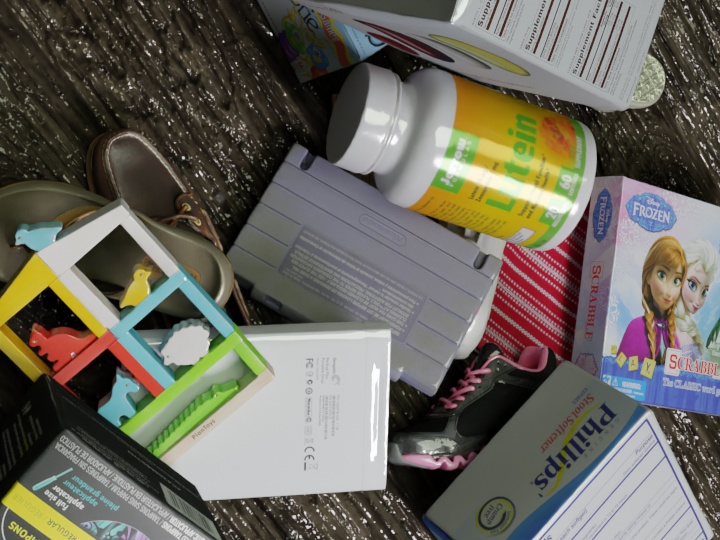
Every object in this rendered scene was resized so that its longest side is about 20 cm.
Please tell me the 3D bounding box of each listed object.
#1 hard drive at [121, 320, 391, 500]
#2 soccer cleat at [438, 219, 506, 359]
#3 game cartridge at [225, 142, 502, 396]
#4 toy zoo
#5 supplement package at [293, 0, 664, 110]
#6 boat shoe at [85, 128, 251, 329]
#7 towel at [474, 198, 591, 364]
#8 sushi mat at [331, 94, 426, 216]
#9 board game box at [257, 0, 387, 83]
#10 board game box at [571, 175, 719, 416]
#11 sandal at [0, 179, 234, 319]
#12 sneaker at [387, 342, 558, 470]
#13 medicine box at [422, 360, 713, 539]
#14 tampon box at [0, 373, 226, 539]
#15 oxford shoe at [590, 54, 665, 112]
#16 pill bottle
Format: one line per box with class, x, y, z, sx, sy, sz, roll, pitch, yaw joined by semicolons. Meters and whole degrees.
hard drive;-0.078;0.106;0.976;0.197;0.027;0.134;-2;109;-11
soccer cleat;0.096;-0.019;1.140;0.068;0.078;0.202;10;59;10
game cartridge;0.000;0.000;1.049;0.198;0.038;0.131;30;74;2
toy zoo;-0.170;0.043;0.911;0.131;0.020;0.200;-39;111;4
supplement package;0.086;-0.224;0.930;0.199;0.190;0.149;15;94;-43
boat shoe;-0.137;-0.019;0.989;0.070;0.070;0.202;-35;103;-27
towel;0.180;0.013;1.207;0.144;0.022;0.202;38;68;-23
sushi mat;0.017;-0.051;1.117;0.095;0.012;0.203;1;85;-30
board game box;0.022;-0.254;1.084;0.199;0.103;0.106;-36;105;-28
board game box;0.288;0.029;1.239;0.198;0.041;0.203;11;84;-38
sandal;-0.187;-0.011;0.926;0.197;0.054;0.081;16;100;-4
sneaker;0.100;0.113;1.116;0.198;0.079;0.097;-12;95;-35
medicine box;0.177;0.213;1.086;0.182;0.103;0.201;-45;130;-12
tampon box;-0.210;0.204;0.861;0.150;0.126;0.201;40;87;-22
oxford shoe;0.186;-0.194;1.211;0.197;0.058;0.076;16;84;-14
pill bottle;0.078;-0.095;1.042;0.198;0.111;0.113;17;78;-19
